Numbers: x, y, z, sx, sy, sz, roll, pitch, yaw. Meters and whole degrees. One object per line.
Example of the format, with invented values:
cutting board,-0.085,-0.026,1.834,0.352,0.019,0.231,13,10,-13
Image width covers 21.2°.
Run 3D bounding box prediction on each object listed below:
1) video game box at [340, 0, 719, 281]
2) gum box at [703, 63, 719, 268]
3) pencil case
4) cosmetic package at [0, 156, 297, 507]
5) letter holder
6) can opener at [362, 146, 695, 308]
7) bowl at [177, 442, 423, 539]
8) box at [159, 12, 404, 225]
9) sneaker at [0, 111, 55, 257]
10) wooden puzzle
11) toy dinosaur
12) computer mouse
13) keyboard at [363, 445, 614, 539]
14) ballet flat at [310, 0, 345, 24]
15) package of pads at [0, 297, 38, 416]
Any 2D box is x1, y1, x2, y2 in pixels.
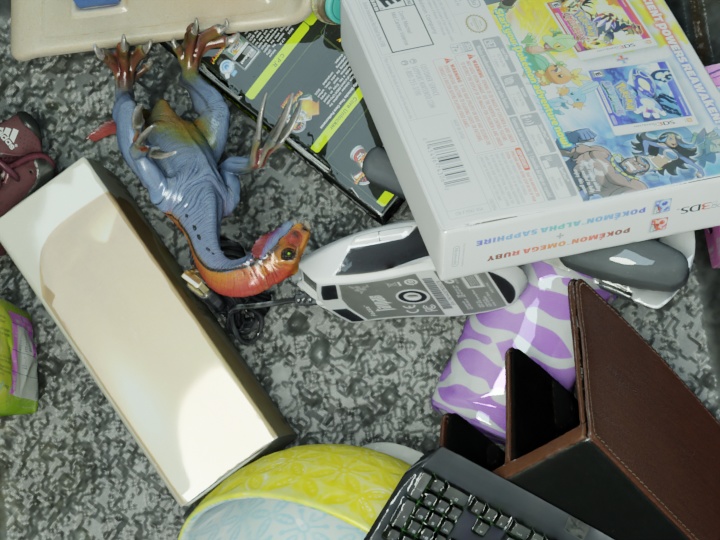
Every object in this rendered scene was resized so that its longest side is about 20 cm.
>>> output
video game box,0.100,-0.093,1.069,0.181,0.047,0.201,-12,49,-10
gum box,0.287,-0.075,1.141,0.199,0.066,0.114,-11,85,2
pencil case,0.116,0.013,1.141,0.085,0.084,0.201,28,88,-21
cosmetic package,-0.125,0.038,1.141,0.071,0.105,0.201,-36,85,1
letter holder,0.142,0.121,1.086,0.100,0.143,0.200,-30,122,26
can opener,0.093,-0.039,1.076,0.199,0.067,0.054,24,84,14
bowl,0.006,0.163,1.101,0.199,0.201,0.108,30,51,6
box,0.002,-0.165,1.182,0.193,0.048,0.200,38,87,4
sneaker,-0.244,-0.066,1.123,0.115,0.200,0.076,-43,65,-11
wooden puzzle,-0.127,-0.229,1.164,0.199,0.046,0.187,-7,73,14
toy dinosaur,-0.086,-0.054,1.097,0.104,0.200,0.183,-8,68,-15
computer mouse,0.000,0.000,1.113,0.199,0.110,0.044,-5,63,17
keyboard,0.082,0.185,1.001,0.199,0.021,0.128,30,95,-20
ballet flat,0.038,-0.225,1.138,0.200,0.071,0.071,-40,83,-3
package of pads,-0.272,0.052,1.100,0.153,0.200,0.069,-6,82,3
